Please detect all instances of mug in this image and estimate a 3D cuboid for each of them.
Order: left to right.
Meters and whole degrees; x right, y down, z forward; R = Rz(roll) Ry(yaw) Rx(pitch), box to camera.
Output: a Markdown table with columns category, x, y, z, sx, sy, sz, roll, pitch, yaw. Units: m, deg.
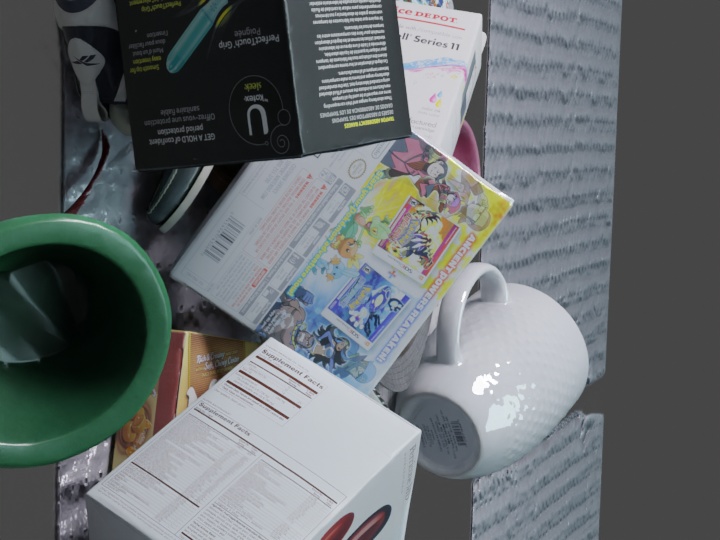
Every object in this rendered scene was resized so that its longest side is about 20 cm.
| category | x | y | z | sx | sy | sz | roll | pitch | yaw |
| --- | --- | --- | --- | --- | --- | --- | --- | --- | --- |
| mug | 0.111 | 0.090 | 1.373 | 0.175 | 0.147 | 0.200 | -38 | 127 | -50 |

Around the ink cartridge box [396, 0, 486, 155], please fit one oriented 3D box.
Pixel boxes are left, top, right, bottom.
| category | x | y | z | sx | sy | sz | roll | pitch | yaw |
| --- | --- | --- | --- | --- | --- | --- | --- | --- | --- |
| ink cartridge box | 0.033 | -0.161 | 1.227 | 0.067 | 0.117 | 0.200 | 86 | 18 | -53 |

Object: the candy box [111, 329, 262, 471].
| category | x | y | z | sx | sy | sz | roll | pitch | yaw |
| --- | --- | --- | --- | --- | --- | --- | --- | --- | --- |
| candy box | -0.121 | 0.111 | 1.196 | 0.200 | 0.055 | 0.116 | 17 | 78 | -66 |

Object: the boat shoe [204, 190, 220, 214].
| category | x | y | z | sx | sy | sz | roll | pitch | yaw |
| --- | --- | --- | --- | --- | --- | --- | --- | --- | --- |
| boat shoe | -0.061 | -0.070 | 1.284 | 0.202 | 0.074 | 0.086 | -55 | 142 | -46 |

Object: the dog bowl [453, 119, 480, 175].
| category | x | y | z | sx | sy | sz | roll | pitch | yaw |
| --- | --- | --- | --- | --- | --- | --- | --- | --- | --- |
| dog bowl | 0.069 | -0.084 | 1.582 | 0.200 | 0.074 | 0.201 | 4 | 90 | -67 |

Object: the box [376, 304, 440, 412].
| category | x | y | z | sx | sy | sz | roll | pitch | yaw |
| --- | --- | --- | --- | --- | --- | --- | --- | --- | --- |
| box | 0.010 | 0.071 | 1.441 | 0.200 | 0.097 | 0.125 | -29 | 120 | -62 |

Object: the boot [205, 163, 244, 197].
| category | x | y | z | sx | sy | sz | roll | pitch | yaw |
| --- | --- | --- | --- | --- | --- | --- | --- | --- | --- |
| boot | -0.058 | -0.145 | 1.211 | 0.097 | 0.075 | 0.200 | -52 | -171 | 43 |

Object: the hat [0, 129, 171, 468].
| category | x | y | z | sx | sy | sz | roll | pitch | yaw |
| --- | --- | --- | --- | --- | --- | --- | --- | --- | --- |
| hat | -0.228 | 0.019 | 0.986 | 0.200 | 0.176 | 0.166 | -13 | 113 | -26 |

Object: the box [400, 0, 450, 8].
| category | x | y | z | sx | sy | sz | roll | pitch | yaw |
| --- | --- | --- | --- | --- | --- | --- | --- | --- | --- |
| box | 0.019 | -0.323 | 1.388 | 0.200 | 0.040 | 0.137 | 47 | 48 | -33 |

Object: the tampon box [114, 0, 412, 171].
| category | x | y | z | sx | sy | sz | roll | pitch | yaw |
| --- | --- | --- | --- | --- | --- | --- | --- | --- | --- |
| tampon box | -0.069 | -0.174 | 0.981 | 0.126 | 0.150 | 0.200 | -16 | 102 | -52 |

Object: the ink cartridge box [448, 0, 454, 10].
| category | x | y | z | sx | sy | sz | roll | pitch | yaw |
| --- | --- | --- | --- | --- | --- | --- | --- | --- | --- |
| ink cartridge box | 0.036 | -0.209 | 1.490 | 0.200 | 0.068 | 0.116 | -64 | 147 | -40 |

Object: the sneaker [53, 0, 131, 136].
| category | x | y | z | sx | sy | sz | roll | pitch | yaw |
| --- | --- | --- | --- | --- | --- | --- | --- | --- | --- |
| sneaker | -0.143 | -0.155 | 1.076 | 0.199 | 0.079 | 0.130 | -28 | 120 | -63 |

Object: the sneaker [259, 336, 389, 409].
| category | x | y | z | sx | sy | sz | roll | pitch | yaw |
| --- | --- | --- | --- | --- | --- | --- | --- | --- | --- |
| sneaker | -0.047 | 0.102 | 1.207 | 0.093 | 0.070 | 0.200 | -45 | 124 | -20 |

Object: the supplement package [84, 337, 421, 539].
| category | x | y | z | sx | sy | sz | roll | pitch | yaw |
| --- | --- | --- | --- | --- | --- | --- | --- | --- | --- |
| supplement package | -0.077 | 0.200 | 1.085 | 0.200 | 0.147 | 0.191 | -40 | 149 | -38 |

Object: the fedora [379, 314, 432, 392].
| category | x | y | z | sx | sy | sz | roll | pitch | yaw |
| --- | --- | --- | --- | --- | --- | --- | --- | --- | --- |
| fedora | 0.000 | 0.000 | 1.269 | 0.177 | 0.090 | 0.200 | 31 | 66 | -63 |

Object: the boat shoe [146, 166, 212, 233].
| category | x | y | z | sx | sy | sz | roll | pitch | yaw |
| --- | --- | --- | --- | --- | --- | --- | --- | --- | --- |
| boat shoe | -0.134 | -0.126 | 1.150 | 0.062 | 0.073 | 0.200 | 26 | 71 | -18 |

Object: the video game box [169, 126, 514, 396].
| category | x | y | z | sx | sy | sz | roll | pitch | yaw |
| --- | --- | --- | --- | --- | --- | --- | --- | --- | --- |
| video game box | -0.015 | -0.028 | 1.122 | 0.200 | 0.182 | 0.047 | -53 | -170 | 8 |
